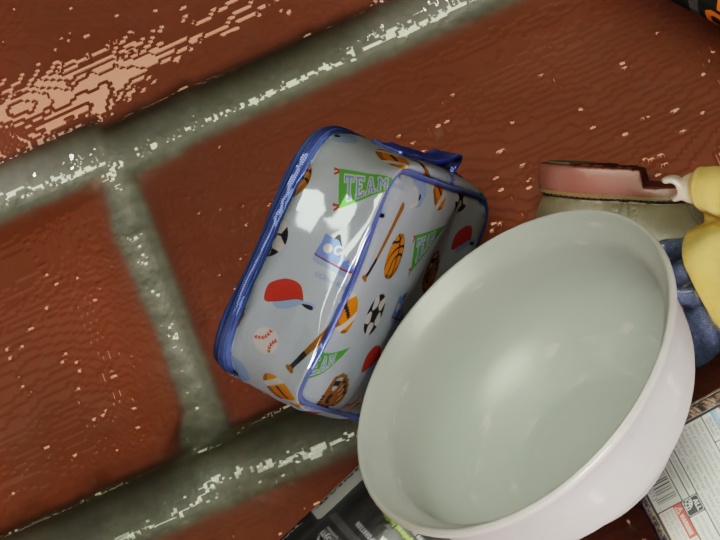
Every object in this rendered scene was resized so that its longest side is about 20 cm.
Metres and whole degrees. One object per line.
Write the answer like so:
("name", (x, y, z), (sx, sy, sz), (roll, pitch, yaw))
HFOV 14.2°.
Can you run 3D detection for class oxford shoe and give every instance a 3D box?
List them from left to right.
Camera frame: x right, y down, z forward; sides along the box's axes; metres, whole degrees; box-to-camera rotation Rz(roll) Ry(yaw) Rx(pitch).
("oxford shoe", (0.196, -0.016, 1.638), (0.199, 0.070, 0.075), (8, 95, 18))

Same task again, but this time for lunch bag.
("lunch bag", (0.000, 0.000, 1.598), (0.075, 0.200, 0.161), (23, 93, 19))

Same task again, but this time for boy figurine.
("boy figurine", (0.212, -0.008, 1.568), (0.199, 0.064, 0.125), (-33, 97, 21))

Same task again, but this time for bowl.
("bowl", (0.102, 0.074, 1.518), (0.200, 0.090, 0.202), (-27, 39, 24))

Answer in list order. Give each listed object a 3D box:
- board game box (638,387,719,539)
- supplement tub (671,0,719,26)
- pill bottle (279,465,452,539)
("board game box", (0.263, 0.126, 1.558), (0.199, 0.097, 0.160), (-28, 71, 3))
("supplement tub", (0.238, -0.190, 1.641), (0.199, 0.123, 0.123), (29, 82, 19))
("pill bottle", (-0.022, 0.199, 1.591), (0.200, 0.106, 0.106), (-43, 71, -2))
